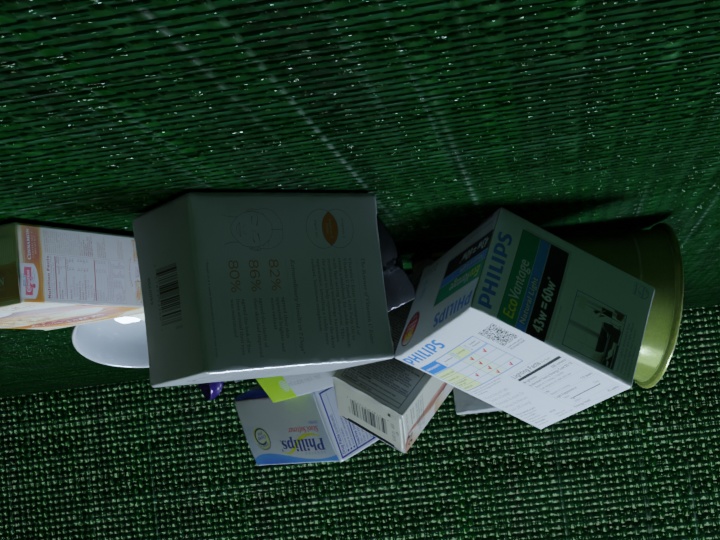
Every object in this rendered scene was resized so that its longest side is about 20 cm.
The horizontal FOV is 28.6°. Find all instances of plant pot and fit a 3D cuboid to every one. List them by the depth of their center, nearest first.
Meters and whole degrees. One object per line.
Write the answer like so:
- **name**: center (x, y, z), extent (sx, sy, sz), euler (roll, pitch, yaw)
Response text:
- **plant pot**: center (0.269, 0.031, 1.717), extent (0.187, 0.203, 0.200), euler (7, 171, -8)

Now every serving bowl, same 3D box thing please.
- **serving bowl**: center (-0.217, 0.033, 1.530), extent (0.197, 0.067, 0.201), euler (-10, 154, -5)

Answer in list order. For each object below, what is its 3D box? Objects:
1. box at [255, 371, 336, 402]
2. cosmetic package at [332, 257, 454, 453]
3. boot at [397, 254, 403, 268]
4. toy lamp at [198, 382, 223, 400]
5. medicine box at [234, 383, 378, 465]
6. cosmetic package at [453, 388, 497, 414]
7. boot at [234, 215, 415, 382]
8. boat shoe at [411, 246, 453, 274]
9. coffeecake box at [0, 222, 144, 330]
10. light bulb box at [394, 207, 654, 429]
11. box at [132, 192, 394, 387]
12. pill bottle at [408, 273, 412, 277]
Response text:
- **box**: center (-0.032, 0.095, 1.742), extent (0.199, 0.048, 0.122), euler (-20, -159, 52)
- **cosmetic package**: center (0.065, 0.097, 1.651), extent (0.103, 0.200, 0.088), euler (28, 150, 24)
- **boot**: center (0.000, 0.000, 1.607), extent (0.089, 0.074, 0.200), euler (-13, -178, 6)
- **toy lamp**: center (-0.088, 0.088, 1.594), extent (0.198, 0.059, 0.058), euler (-19, 178, -22)
- **medicine box**: center (-0.033, 0.173, 1.889), extent (0.199, 0.104, 0.181), euler (-26, -171, -41)
- **cosmetic package**: center (0.214, 0.086, 1.936), extent (0.121, 0.202, 0.200), euler (-3, 173, -22)
- **boot**: center (-0.062, -0.003, 1.376), extent (0.198, 0.167, 0.066), euler (-24, -159, -7)
- **boat shoe**: center (0.116, 0.008, 1.752), extent (0.071, 0.069, 0.200), euler (-5, 173, -14)
- **coffeecake box**: center (-0.306, 0.009, 1.314), extent (0.152, 0.074, 0.199), euler (-9, 172, 28)
- **light bulb box**: center (0.174, 0.058, 1.530), extent (0.198, 0.126, 0.198), euler (27, 152, -13)
- **box**: center (-0.085, 0.016, 1.251), extent (0.198, 0.155, 0.106), euler (-1, 171, -36)
- **pill bottle**: center (0.035, 0.070, 2.001), extent (0.110, 0.113, 0.199), euler (-1, 171, -41)
